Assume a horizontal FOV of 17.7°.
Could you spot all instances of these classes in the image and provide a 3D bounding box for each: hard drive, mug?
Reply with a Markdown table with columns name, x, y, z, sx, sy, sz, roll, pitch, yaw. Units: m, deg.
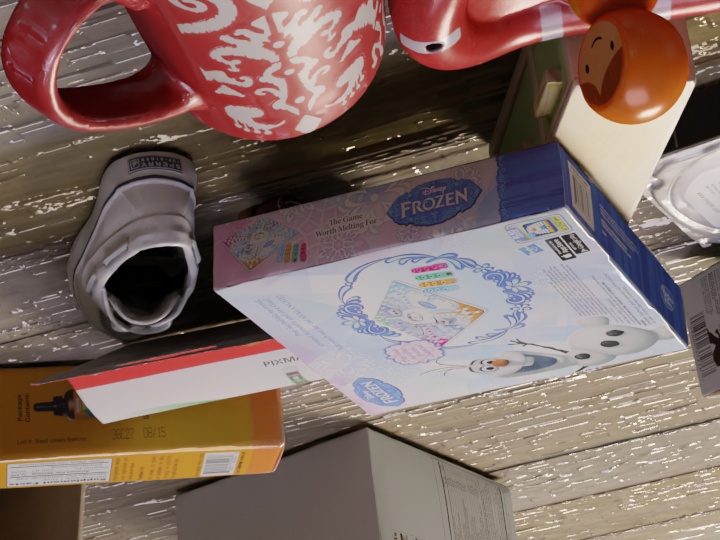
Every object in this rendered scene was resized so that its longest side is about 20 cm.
| name | x | y | z | sx | sy | sz | roll | pitch | yaw |
| --- | --- | --- | --- | --- | --- | --- | --- | --- | --- |
| hard drive | 0.258 | -0.076 | 1.310 | 0.199 | 0.038 | 0.140 | -19 | 153 | 23 |
| mug | -0.071 | -0.136 | 0.980 | 0.177 | 0.134 | 0.200 | -21 | 160 | -1 |

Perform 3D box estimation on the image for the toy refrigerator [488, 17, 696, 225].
| name | x | y | z | sx | sy | sz | roll | pitch | yaw |
| --- | --- | --- | --- | --- | --- | --- | --- | --- | --- |
| toy refrigerator | 0.114 | -0.080 | 1.215 | 0.070 | 0.076 | 0.200 | -3 | 156 | -9 |

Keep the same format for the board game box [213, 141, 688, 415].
| name | x | y | z | sx | sy | sz | roll | pitch | yaw |
| --- | --- | --- | --- | --- | --- | --- | --- | --- | --- |
| board game box | 0.053 | 0.010 | 1.259 | 0.198 | 0.044 | 0.200 | -14 | 152 | 21 |

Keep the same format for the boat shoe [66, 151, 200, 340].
| name | x | y | z | sx | sy | sz | roll | pitch | yaw |
| --- | --- | --- | --- | --- | --- | --- | --- | --- | --- |
| boat shoe | -0.132 | 0.004 | 1.343 | 0.073 | 0.066 | 0.200 | -3 | 155 | -9 |

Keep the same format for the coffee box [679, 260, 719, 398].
| name | x | y | z | sx | sy | sz | roll | pitch | yaw |
| --- | --- | --- | --- | --- | --- | --- | --- | --- | --- |
| coffee box | 0.289 | 0.014 | 1.407 | 0.113 | 0.080 | 0.200 | -7 | 168 | -18 |

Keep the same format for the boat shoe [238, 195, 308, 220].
| name | x | y | z | sx | sy | sz | roll | pitch | yaw |
| --- | --- | --- | --- | --- | --- | --- | --- | --- | --- |
| boat shoe | 0.000 | 0.000 | 1.369 | 0.070 | 0.071 | 0.200 | -25 | 153 | 18 |

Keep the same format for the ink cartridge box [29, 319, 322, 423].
| name | x | y | z | sx | sy | sz | roll | pitch | yaw |
| --- | --- | --- | --- | --- | --- | --- | --- | --- | --- |
| ink cartridge box | -0.093 | 0.062 | 1.405 | 0.160 | 0.050 | 0.200 | -12 | -176 | 11 |

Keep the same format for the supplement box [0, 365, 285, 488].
| name | x | y | z | sx | sy | sz | roll | pitch | yaw |
| --- | --- | --- | --- | --- | --- | --- | --- | --- | --- |
| supplement box | -0.154 | 0.102 | 1.549 | 0.199 | 0.067 | 0.069 | -1 | 158 | -12 |

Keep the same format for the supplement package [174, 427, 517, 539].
| name | x | y | z | sx | sy | sz | roll | pitch | yaw |
| --- | --- | --- | --- | --- | --- | --- | --- | --- | --- |
| supplement package | -0.006 | 0.235 | 1.776 | 0.191 | 0.148 | 0.200 | -21 | 152 | 28 |

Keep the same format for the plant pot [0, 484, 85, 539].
| name | x | y | z | sx | sy | sz | roll | pitch | yaw |
| --- | --- | --- | --- | --- | --- | --- | --- | --- | --- |
| plant pot | -0.326 | 0.205 | 1.597 | 0.199 | 0.201 | 0.177 | 17 | 158 | -42 |

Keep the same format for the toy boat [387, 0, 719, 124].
| name | x | y | z | sx | sy | sz | roll | pitch | yaw |
| --- | --- | --- | --- | --- | --- | --- | --- | --- | --- |
| toy boat | 0.112 | -0.126 | 1.045 | 0.199 | 0.131 | 0.131 | -10 | 155 | 2 |
